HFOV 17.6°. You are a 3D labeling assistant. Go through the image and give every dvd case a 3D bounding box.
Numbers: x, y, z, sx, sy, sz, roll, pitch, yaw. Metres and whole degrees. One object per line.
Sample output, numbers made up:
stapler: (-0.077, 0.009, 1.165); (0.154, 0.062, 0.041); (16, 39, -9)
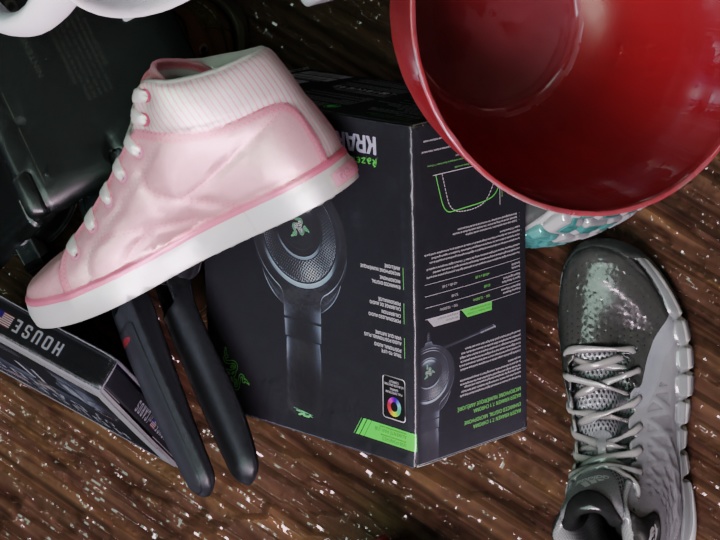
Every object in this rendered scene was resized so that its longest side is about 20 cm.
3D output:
dvd case: (-0.185, 0.052, 1.367); (0.150, 0.200, 0.025); (27, 78, 15)

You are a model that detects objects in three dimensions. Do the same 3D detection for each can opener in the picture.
can opener: (-0.109, 0.032, 1.292); (0.079, 0.063, 0.201); (119, 138, -66)

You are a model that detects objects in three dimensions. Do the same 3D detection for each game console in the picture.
game console: (-0.191, -0.120, 1.312); (0.175, 0.116, 0.201); (-26, 82, -4)

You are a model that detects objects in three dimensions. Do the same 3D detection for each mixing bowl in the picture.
mixing bowl: (0.091, -0.130, 1.160); (0.108, 0.199, 0.201); (12, 115, 64)

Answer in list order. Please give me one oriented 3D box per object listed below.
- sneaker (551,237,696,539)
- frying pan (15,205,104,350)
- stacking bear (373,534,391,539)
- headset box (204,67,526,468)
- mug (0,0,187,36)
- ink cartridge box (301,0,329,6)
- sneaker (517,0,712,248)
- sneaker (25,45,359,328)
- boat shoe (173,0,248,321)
sneaker: (0.139, 0.088, 1.271); (0.075, 0.115, 0.201); (-7, 101, 25)
frying pan: (-0.222, -0.028, 1.446); (0.114, 0.031, 0.191); (0, 101, 24)
stacking bear: (0.069, 0.251, 1.352); (0.200, 0.121, 0.114); (31, 78, 1)
headset box: (0.000, 0.000, 1.289); (0.174, 0.093, 0.201); (14, 112, 44)
mug: (-0.155, -0.215, 1.198); (0.175, 0.147, 0.200); (46, 117, 36)
ink cartridge box: (0.030, -0.253, 1.243); (0.200, 0.084, 0.145); (-28, 91, 27)
sneaker: (0.144, -0.091, 1.255); (0.200, 0.077, 0.091); (-41, 70, 23)
sneaker: (-0.107, -0.050, 1.215); (0.200, 0.075, 0.105); (-26, 102, 22)
boat shoe: (-0.107, -0.061, 1.362); (0.072, 0.068, 0.201); (4, 106, 21)
